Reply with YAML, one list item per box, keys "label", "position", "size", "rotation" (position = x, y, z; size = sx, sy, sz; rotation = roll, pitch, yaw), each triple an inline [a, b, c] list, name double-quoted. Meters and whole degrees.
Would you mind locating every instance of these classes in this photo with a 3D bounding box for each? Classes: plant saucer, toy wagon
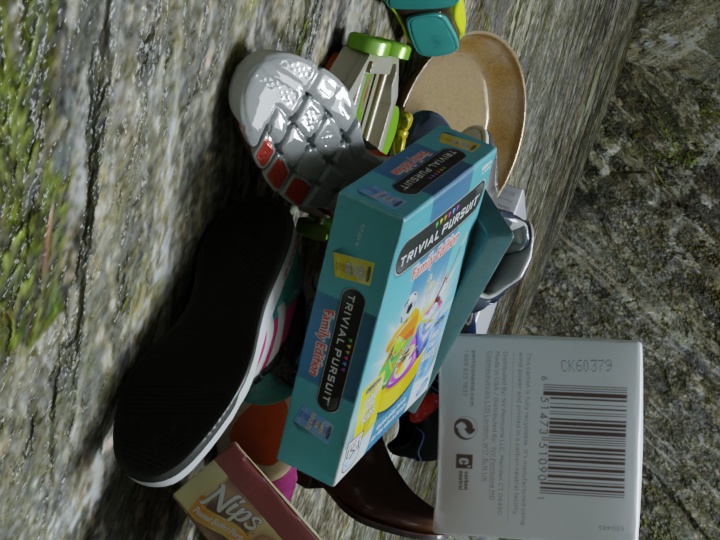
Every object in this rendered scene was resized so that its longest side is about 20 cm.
- label: "plant saucer"
  position: [0.053, 0.020, 0.964]
  size: [0.019, 0.070, 0.200]
  rotation: [-5, 139, -29]
- label: "toy wagon"
  position: [-0.002, -0.107, 1.024]
  size: [0.200, 0.040, 0.155]
  rotation: [-27, 135, -74]
- label: "plant saucer"
  position: [0.084, -0.130, 1.237]
  size: [0.200, 0.035, 0.200]
  rotation: [-24, 124, -42]

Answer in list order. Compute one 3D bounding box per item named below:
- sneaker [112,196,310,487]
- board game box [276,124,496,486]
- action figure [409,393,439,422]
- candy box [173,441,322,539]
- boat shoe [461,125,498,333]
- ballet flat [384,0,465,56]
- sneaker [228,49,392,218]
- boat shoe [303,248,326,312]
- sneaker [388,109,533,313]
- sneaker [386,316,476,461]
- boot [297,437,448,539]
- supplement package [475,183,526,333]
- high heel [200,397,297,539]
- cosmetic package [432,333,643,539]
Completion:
- label: "sneaker"
  position: [-0.085, 0.065, 0.826]
  size: [0.121, 0.084, 0.200]
  rotation: [74, 34, -53]
- label: "board game box"
  position: [0.018, 0.021, 0.859]
  size: [0.151, 0.047, 0.200]
  rotation: [-39, 149, -55]
- label: "action figure"
  position: [-0.033, 0.086, 1.050]
  size: [0.099, 0.065, 0.200]
  rotation: [-36, 141, 22]
- label: "candy box"
  position: [-0.052, 0.193, 0.874]
  size: [0.055, 0.115, 0.200]
  rotation: [-41, 162, -10]
- label: "boat shoe"
  position: [0.091, -0.031, 1.195]
  size: [0.057, 0.067, 0.200]
  rotation: [20, 84, -40]
- label: "ballet flat"
  position: [0.052, -0.231, 1.048]
  size: [0.200, 0.067, 0.067]
  rotation: [46, 42, -79]
- label: "sneaker"
  position: [-0.040, -0.082, 0.853]
  size: [0.077, 0.082, 0.200]
  rotation: [-51, 144, -5]
- label: "boat shoe"
  position: [0.000, 0.000, 1.048]
  size: [0.066, 0.072, 0.200]
  rotation: [-43, 178, 14]
- label: "sneaker"
  position: [0.083, -0.057, 1.083]
  size: [0.146, 0.077, 0.203]
  rotation: [148, -55, -60]
- label: "sneaker"
  position: [0.065, 0.086, 1.263]
  size: [0.070, 0.078, 0.200]
  rotation: [-172, -98, -73]
- label: "boot"
  position: [0.026, 0.118, 1.157]
  size: [0.064, 0.186, 0.200]
  rotation: [7, 105, -66]
- label: "supplement package"
  position: [0.088, 0.003, 1.386]
  size: [0.120, 0.121, 0.200]
  rotation: [59, 50, -75]
- label: "high heel"
  position: [-0.069, 0.137, 1.021]
  size: [0.096, 0.067, 0.200]
  rotation: [-39, 162, -51]
- label: "cosmetic package"
  position: [0.157, 0.140, 1.122]
  size: [0.200, 0.165, 0.165]
  rotation: [28, 64, -78]
